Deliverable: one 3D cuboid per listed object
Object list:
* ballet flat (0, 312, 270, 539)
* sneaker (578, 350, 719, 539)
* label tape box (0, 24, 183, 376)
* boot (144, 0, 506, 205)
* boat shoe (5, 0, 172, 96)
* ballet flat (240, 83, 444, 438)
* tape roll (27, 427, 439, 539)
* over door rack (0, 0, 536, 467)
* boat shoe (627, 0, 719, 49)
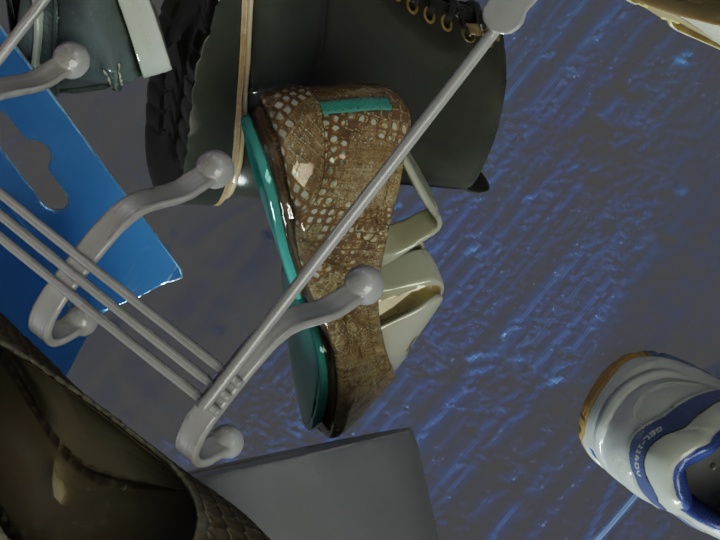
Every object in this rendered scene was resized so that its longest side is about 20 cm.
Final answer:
[{"bbox_3d":[-0.096,0.062,0.742,0.067,0.200,0.046,-41,155,-14],"label":"ballet flat"},{"bbox_3d":[0.189,0.099,1.005,0.199,0.088,0.076,15,105,-24],"label":"sneaker"},{"bbox_3d":[-0.184,0.010,0.834,0.199,0.066,0.144,-28,119,14],"label":"label tape box"},{"bbox_3d":[0.002,-0.118,0.868,0.138,0.078,0.201,0,125,-22],"label":"boot"},{"bbox_3d":[-0.123,-0.149,0.806,0.062,0.073,0.201,-19,118,1],"label":"boat shoe"},{"bbox_3d":[0.000,0.000,0.873,0.065,0.071,0.200,-16,151,-6],"label":"ballet flat"},{"bbox_3d":[-0.070,0.109,0.858,0.199,0.200,0.067,-11,87,-14],"label":"tape roll"},{"bbox_3d":[-0.043,-0.058,0.760,0.148,0.067,0.200,37,99,18],"label":"over door rack"},{"bbox_3d":[0.152,-0.119,0.912,0.199,0.066,0.074,22,103,-38],"label":"boat shoe"}]
